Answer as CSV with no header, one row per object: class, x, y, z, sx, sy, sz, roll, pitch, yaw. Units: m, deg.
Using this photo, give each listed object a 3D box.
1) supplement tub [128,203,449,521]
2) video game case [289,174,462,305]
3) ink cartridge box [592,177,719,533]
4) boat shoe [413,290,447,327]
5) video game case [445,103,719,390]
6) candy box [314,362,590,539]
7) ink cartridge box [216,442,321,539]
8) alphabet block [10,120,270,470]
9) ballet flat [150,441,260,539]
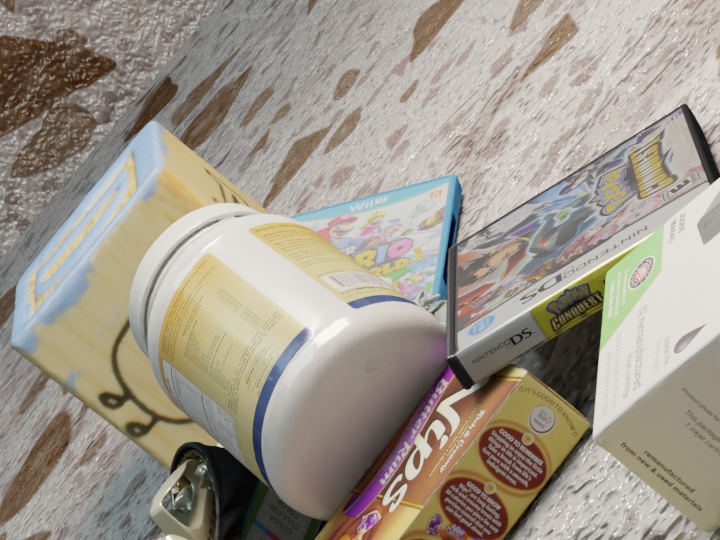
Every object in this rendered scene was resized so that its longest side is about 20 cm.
supplement tub,-0.045,0.051,1.393,0.145,0.144,0.200,-52,44,-2
video game case,0.000,0.000,1.654,0.142,0.018,0.200,-15,29,16
ink cartridge box,0.208,0.005,1.044,0.200,0.084,0.146,-43,18,29
boat shoe,0.026,0.068,1.461,0.202,0.065,0.075,-45,16,24
video game case,0.131,-0.019,1.322,0.180,0.026,0.200,-32,15,13
candy box,0.038,0.141,1.283,0.201,0.056,0.117,-53,15,-2
ink cartridge box,-0.079,0.181,1.518,0.104,0.059,0.201,-33,24,45
alphabet block,-0.150,0.026,1.812,0.196,0.200,0.197,-49,15,9
ballet flat,-0.106,0.178,1.391,0.073,0.073,0.201,-43,23,28
